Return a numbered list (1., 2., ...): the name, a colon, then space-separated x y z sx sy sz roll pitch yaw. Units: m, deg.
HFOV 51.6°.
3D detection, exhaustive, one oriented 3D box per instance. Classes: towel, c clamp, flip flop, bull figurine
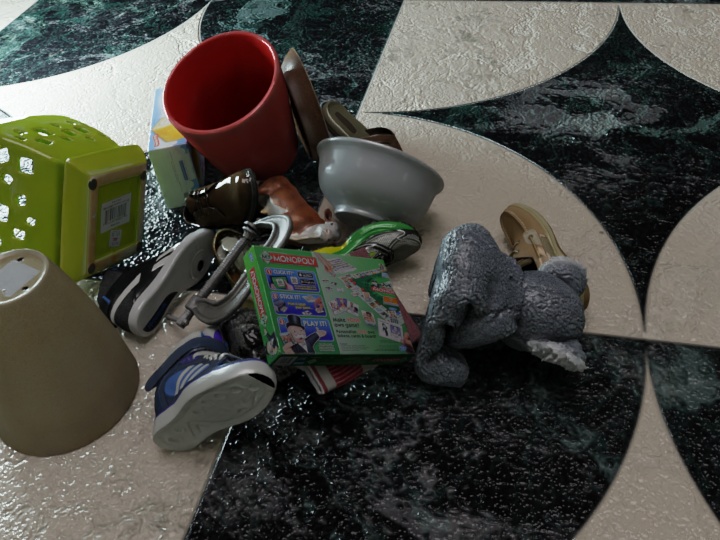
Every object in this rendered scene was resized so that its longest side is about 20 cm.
1. towel: -0.020 0.057 0.911 0.198 0.023 0.146 -22 73 -48
2. c clamp: -0.172 -0.001 0.976 0.201 0.027 0.170 -52 29 -12
3. flip flop: 0.022 -0.209 1.193 0.200 0.058 0.081 43 34 2
4. bull figurine: -0.113 -0.080 1.127 0.119 0.066 0.200 -13 38 -27

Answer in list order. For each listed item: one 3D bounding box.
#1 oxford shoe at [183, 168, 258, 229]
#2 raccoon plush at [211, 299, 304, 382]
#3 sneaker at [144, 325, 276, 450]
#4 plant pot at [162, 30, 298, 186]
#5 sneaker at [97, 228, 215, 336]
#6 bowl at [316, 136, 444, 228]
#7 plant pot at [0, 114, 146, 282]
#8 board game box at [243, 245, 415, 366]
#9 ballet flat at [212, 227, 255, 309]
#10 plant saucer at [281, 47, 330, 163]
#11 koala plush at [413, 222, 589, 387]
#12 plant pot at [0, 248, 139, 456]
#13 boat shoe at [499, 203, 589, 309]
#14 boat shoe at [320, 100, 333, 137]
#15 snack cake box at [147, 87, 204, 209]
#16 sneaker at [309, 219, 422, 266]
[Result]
1. oxford shoe: -0.206 -0.095 1.080 0.083 0.199 0.075 -5 80 -33
2. raccoon plush: -0.107 0.065 0.959 0.132 0.098 0.200 -19 45 -25
3. sneaker: -0.170 0.108 0.869 0.199 0.080 0.149 -35 38 31
4. plant pot: -0.189 -0.243 1.189 0.195 0.178 0.205 -8 59 13
5. sneaker: -0.300 -0.001 1.065 0.109 0.074 0.201 14 46 22
6. bowl: 0.017 -0.111 1.091 0.197 0.201 0.092 14 79 21
7. plant pot: -0.420 -0.100 1.064 0.177 0.204 0.200 15 19 13
8. board game box: -0.033 0.043 0.871 0.197 0.029 0.137 6 55 -39
9. ballet flat: -0.156 0.005 1.045 0.070 0.072 0.200 -25 46 -20
10. plant saucer: -0.093 -0.261 1.229 0.036 0.203 0.202 -22 44 -5
11. koala plush: 0.180 0.044 0.892 0.195 0.186 0.180 14 51 3
12. plant pot: -0.382 0.081 0.892 0.182 0.203 0.190 -3 41 3
13. boat shoe: 0.235 -0.019 1.019 0.063 0.072 0.202 -16 44 -12
14. boat shoe: -0.027 -0.225 1.273 0.069 0.073 0.202 -20 46 -16
15. snack cake box: -0.309 -0.214 1.266 0.065 0.117 0.202 -11 43 -2
16. sneaker: 0.000 0.000 1.037 0.196 0.079 0.086 -26 51 -7
